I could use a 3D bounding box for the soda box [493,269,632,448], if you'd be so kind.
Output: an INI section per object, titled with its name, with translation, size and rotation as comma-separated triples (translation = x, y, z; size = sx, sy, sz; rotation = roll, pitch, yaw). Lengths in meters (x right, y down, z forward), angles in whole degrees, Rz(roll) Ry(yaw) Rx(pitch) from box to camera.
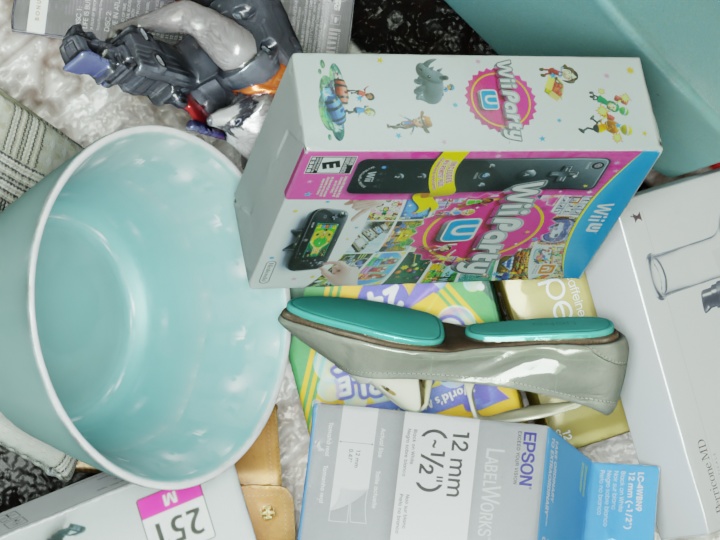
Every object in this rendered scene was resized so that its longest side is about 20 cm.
[soda box]
translation = 0.112, 0.006, 1.730
size = 0.064, 0.068, 0.200
rotation = -18, 91, -3

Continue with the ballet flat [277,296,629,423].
[ballet flat]
translation = 0.051, 0.055, 1.649
size = 0.200, 0.067, 0.064
rotation = 4, 105, 0

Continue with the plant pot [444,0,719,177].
[plant pot]
translation = 0.164, -0.160, 1.684
size = 0.141, 0.141, 0.200
rotation = -45, 101, -24

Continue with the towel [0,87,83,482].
[towel]
translation = -0.205, -0.004, 1.657
size = 0.200, 0.035, 0.193
rotation = 33, 66, -38

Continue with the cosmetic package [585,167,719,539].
[cosmetic package]
translation = 0.218, 0.041, 1.711
size = 0.151, 0.052, 0.200
rotation = -17, 91, -32

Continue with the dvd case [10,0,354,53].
[dvd case]
translation = -0.098, -0.202, 1.718
size = 0.200, 0.016, 0.149
rotation = 7, 92, -4

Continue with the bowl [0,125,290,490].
[bowl]
translation = -0.144, 0.023, 1.627
size = 0.201, 0.105, 0.201
rotation = 5, 83, -47

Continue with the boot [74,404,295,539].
[boot]
translation = -0.110, 0.176, 1.720
size = 0.144, 0.071, 0.201
rotation = 2, 87, -3

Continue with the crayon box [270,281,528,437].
[crayon box]
translation = 0.033, 0.084, 1.714
size = 0.126, 0.052, 0.200
rotation = -14, 100, 5

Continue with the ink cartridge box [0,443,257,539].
[ink cartridge box]
translation = -0.147, 0.208, 1.658
size = 0.200, 0.044, 0.174
rotation = -21, 106, -18

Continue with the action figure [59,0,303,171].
[action figure]
translation = -0.090, -0.150, 1.616
size = 0.105, 0.200, 0.194
rotation = -25, 81, 23

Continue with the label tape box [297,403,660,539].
[label tape box]
translation = 0.065, 0.158, 1.631
size = 0.200, 0.066, 0.143
rotation = 5, 68, 7

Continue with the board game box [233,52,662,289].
[board game box]
translation = 0.045, -0.054, 1.594
size = 0.200, 0.148, 0.064
rotation = -2, 62, -17
